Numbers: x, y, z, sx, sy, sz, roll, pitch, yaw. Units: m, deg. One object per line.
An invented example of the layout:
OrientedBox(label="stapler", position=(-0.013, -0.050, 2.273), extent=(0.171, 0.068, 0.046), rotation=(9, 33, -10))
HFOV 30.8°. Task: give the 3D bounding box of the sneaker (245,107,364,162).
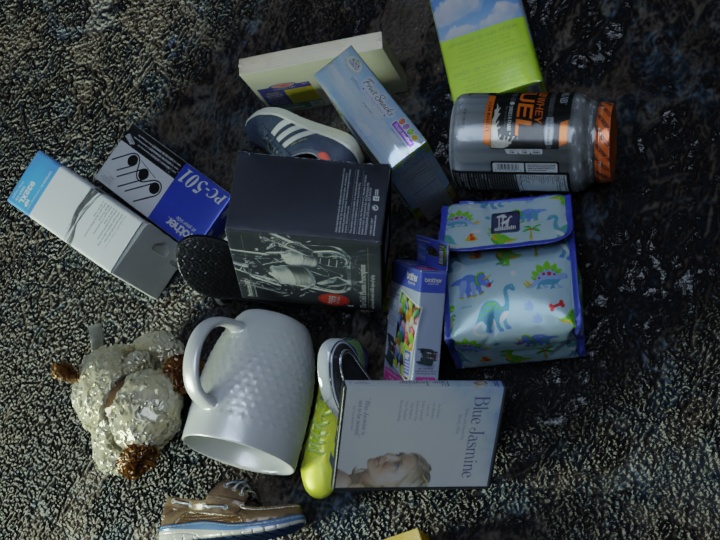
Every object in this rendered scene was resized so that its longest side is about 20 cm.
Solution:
OrientedBox(label="sneaker", position=(-0.092, -0.153, 1.719), extent=(0.198, 0.075, 0.085), rotation=(18, 61, 40))

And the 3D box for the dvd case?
OrientedBox(label="dvd case", position=(0.068, 0.195, 1.533), extent=(0.197, 0.018, 0.145), rotation=(1, 114, -12))

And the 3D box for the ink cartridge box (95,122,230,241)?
OrientedBox(label="ink cartridge box", position=(-0.264, -0.109, 1.800), extent=(0.199, 0.044, 0.095), rotation=(35, 88, 23))

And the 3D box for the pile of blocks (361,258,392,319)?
OrientedBox(label="pile of blocks", position=(0.000, 0.000, 1.677), extent=(0.199, 0.062, 0.083), rotation=(33, 86, 23))

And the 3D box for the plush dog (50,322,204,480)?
OrientedBox(label="plush dog", position=(-0.286, 0.163, 1.646), extent=(0.170, 0.160, 0.202), rotation=(15, 77, 44))

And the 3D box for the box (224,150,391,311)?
OrientedBox(label="box", position=(-0.057, -0.042, 1.551), extent=(0.179, 0.201, 0.106), rotation=(6, 66, 4))

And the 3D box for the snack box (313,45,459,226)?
OrientedBox(label="snack box", position=(0.036, -0.164, 1.639), extent=(0.067, 0.200, 0.169), rotation=(-37, 68, 3))

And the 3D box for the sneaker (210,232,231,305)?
OrientedBox(label="sneaker", position=(-0.126, -0.036, 1.717), extent=(0.082, 0.072, 0.202), rotation=(29, 84, 30))

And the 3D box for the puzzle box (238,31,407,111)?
OrientedBox(label="puzzle box", position=(-0.048, -0.259, 1.729), extent=(0.197, 0.133, 0.026), rotation=(-8, 72, 14))

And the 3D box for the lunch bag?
OrientedBox(label="lunch bag", position=(0.183, 0.003, 1.590), extent=(0.167, 0.128, 0.203), rotation=(-5, 64, 10))

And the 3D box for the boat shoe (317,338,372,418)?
OrientedBox(label="boat shoe", position=(0.011, 0.172, 1.571), extent=(0.067, 0.071, 0.203), rotation=(-9, 105, 41))

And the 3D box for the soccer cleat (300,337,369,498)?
OrientedBox(label="soccer cleat", position=(-0.040, 0.180, 1.625), extent=(0.064, 0.084, 0.203), rotation=(11, 78, 19))

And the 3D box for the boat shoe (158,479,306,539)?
OrientedBox(label="boat shoe", position=(-0.163, 0.300, 1.634), extent=(0.197, 0.072, 0.074), rotation=(-8, 70, 15))

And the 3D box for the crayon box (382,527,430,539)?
OrientedBox(label="crayon box", position=(0.007, 0.423, 1.553), extent=(0.197, 0.058, 0.175), rotation=(-21, 69, 11))

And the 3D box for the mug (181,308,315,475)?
OrientedBox(label="mug", position=(-0.143, 0.135, 1.610), extent=(0.146, 0.199, 0.178), rotation=(-3, 63, 40))

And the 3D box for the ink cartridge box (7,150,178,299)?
OrientedBox(label="ink cartridge box", position=(-0.350, -0.059, 1.758), extent=(0.199, 0.145, 0.084), rotation=(32, 86, 23))

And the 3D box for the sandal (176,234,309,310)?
OrientedBox(label="sandal", position=(-0.150, 0.003, 1.683), extent=(0.076, 0.198, 0.045), rotation=(-65, 27, 15))

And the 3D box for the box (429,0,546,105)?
OrientedBox(label="box", position=(0.163, -0.313, 1.726), extent=(0.120, 0.048, 0.203), rotation=(-16, 70, 12))

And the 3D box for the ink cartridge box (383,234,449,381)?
OrientedBox(label="ink cartridge box", position=(0.065, 0.061, 1.578), extent=(0.041, 0.119, 0.203), rotation=(5, 96, -16))

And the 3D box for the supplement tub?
OrientedBox(label="supplement tub", position=(0.215, -0.159, 1.624), extent=(0.197, 0.123, 0.125), rotation=(2, 75, 16))
